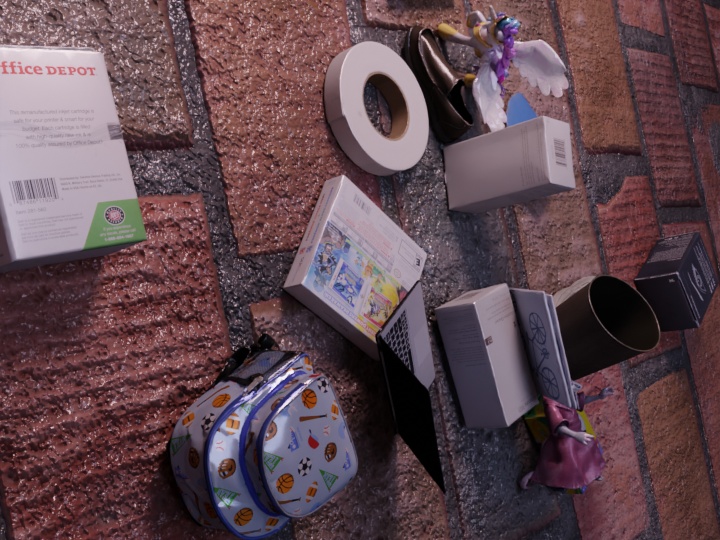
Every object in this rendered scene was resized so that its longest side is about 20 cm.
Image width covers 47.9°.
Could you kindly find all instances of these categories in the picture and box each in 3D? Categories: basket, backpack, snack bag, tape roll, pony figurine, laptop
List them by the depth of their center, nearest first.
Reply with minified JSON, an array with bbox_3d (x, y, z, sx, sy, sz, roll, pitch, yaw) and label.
[{"bbox_3d":[-0.108,0.200,0.899,0.190,0.154,0.201,-32,107,-35],"label":"backpack"},{"bbox_3d":[0.095,0.153,1.099,0.200,0.116,0.188,-50,140,-42],"label":"laptop"},{"bbox_3d":[0.027,-0.244,1.225,0.202,0.037,0.204,13,72,-44],"label":"tape roll"},{"bbox_3d":[0.275,0.117,1.304,0.021,0.200,0.189,-17,96,-14],"label":"snack bag"},{"bbox_3d":[0.224,-0.347,1.345,0.166,0.200,0.193,-35,111,-7],"label":"pony figurine"},{"bbox_3d":[0.367,0.114,1.364,0.180,0.200,0.136,12,54,-37],"label":"basket"}]

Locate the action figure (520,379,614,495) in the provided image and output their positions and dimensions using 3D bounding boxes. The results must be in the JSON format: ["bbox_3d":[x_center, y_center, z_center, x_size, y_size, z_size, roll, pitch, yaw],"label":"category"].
[{"bbox_3d":[0.339,0.259,1.347,0.134,0.149,0.201,-20,99,-50],"label":"action figure"}]

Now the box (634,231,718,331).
[{"bbox_3d":[0.729,0.025,1.862,0.200,0.104,0.148,-41,111,-43],"label":"box"}]

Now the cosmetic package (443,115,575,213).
[{"bbox_3d":[0.236,-0.166,1.311,0.081,0.200,0.113,4,80,-45],"label":"cosmetic package"}]

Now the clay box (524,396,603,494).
[{"bbox_3d":[0.361,0.284,1.447,0.115,0.048,0.200,-45,114,-43],"label":"clay box"}]

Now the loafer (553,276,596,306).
[{"bbox_3d":[0.422,0.058,1.550,0.200,0.070,0.070,-34,105,-46],"label":"loafer"}]

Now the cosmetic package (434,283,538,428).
[{"bbox_3d":[0.200,0.136,1.274,0.113,0.081,0.201,-23,97,-49],"label":"cosmetic package"}]

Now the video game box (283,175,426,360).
[{"bbox_3d":[0.000,0.000,1.130,0.200,0.047,0.183,41,52,-33],"label":"video game box"}]

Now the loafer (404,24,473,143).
[{"bbox_3d":[0.138,-0.314,1.335,0.073,0.071,0.200,-38,108,-45],"label":"loafer"}]

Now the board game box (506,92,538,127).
[{"bbox_3d":[0.308,-0.233,1.525,0.200,0.039,0.158,41,48,-39],"label":"board game box"}]

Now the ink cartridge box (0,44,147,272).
[{"bbox_3d":[-0.312,-0.109,0.794,0.146,0.084,0.201,-13,90,-48],"label":"ink cartridge box"}]
